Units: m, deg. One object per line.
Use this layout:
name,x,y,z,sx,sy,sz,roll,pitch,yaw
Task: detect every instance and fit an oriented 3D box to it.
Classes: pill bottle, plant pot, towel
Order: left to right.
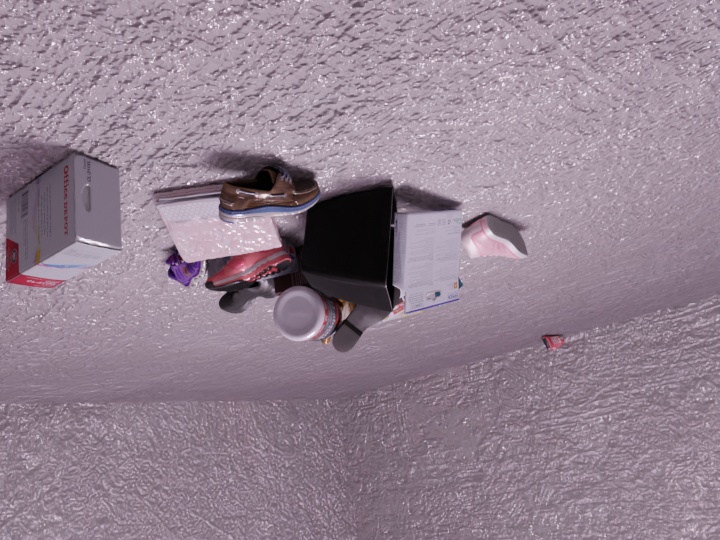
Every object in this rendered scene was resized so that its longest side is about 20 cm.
towel,-0.261,-0.087,1.108,0.197,0.033,0.192,-8,147,0
pill bottle,-0.110,0.100,1.327,0.114,0.118,0.200,-13,171,11
plant pot,-0.019,-0.040,1.199,0.174,0.203,0.200,2,163,7

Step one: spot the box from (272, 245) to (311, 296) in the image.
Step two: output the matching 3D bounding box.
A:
box,-0.102,-0.006,1.378,0.197,0.102,0.075,-13,161,12

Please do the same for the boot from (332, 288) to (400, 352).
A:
boot,0.009,0.098,1.361,0.200,0.074,0.075,-44,-172,3

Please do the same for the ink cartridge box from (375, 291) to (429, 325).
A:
ink cartridge box,0.077,0.029,1.455,0.174,0.084,0.201,-32,151,-4

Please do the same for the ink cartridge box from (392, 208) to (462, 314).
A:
ink cartridge box,0.141,-0.025,1.236,0.040,0.204,0.198,9,-168,42

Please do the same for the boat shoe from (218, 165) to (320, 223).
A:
boat shoe,-0.147,-0.136,1.005,0.199,0.072,0.073,-23,132,-39

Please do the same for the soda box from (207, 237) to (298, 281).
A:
soda box,-0.246,-0.014,1.344,0.197,0.064,0.068,-13,162,13

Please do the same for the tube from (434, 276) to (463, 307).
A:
tube,0.192,0.002,1.402,0.050,0.201,0.078,32,115,-23

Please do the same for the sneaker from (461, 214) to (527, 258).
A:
sneaker,0.318,-0.067,1.433,0.104,0.076,0.199,-29,146,35

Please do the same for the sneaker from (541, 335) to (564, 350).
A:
sneaker,0.977,0.353,2.991,0.086,0.075,0.199,-33,157,22

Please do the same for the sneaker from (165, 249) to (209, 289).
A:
sneaker,-0.369,-0.018,1.265,0.082,0.082,0.200,19,145,-21

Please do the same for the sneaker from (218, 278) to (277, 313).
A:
sneaker,-0.293,0.045,1.505,0.198,0.077,0.091,-26,146,24

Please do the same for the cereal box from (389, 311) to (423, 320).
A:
cereal box,0.067,0.104,1.723,0.197,0.040,0.144,-11,-161,-19

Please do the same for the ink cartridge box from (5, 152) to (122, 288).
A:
ink cartridge box,-0.472,-0.073,0.939,0.198,0.148,0.082,-20,160,30

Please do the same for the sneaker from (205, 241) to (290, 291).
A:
sneaker,-0.245,-0.017,1.268,0.198,0.088,0.074,-22,166,11

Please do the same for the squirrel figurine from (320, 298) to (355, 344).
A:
squirrel figurine,-0.049,0.073,1.559,0.185,0.200,0.143,-14,134,-36
